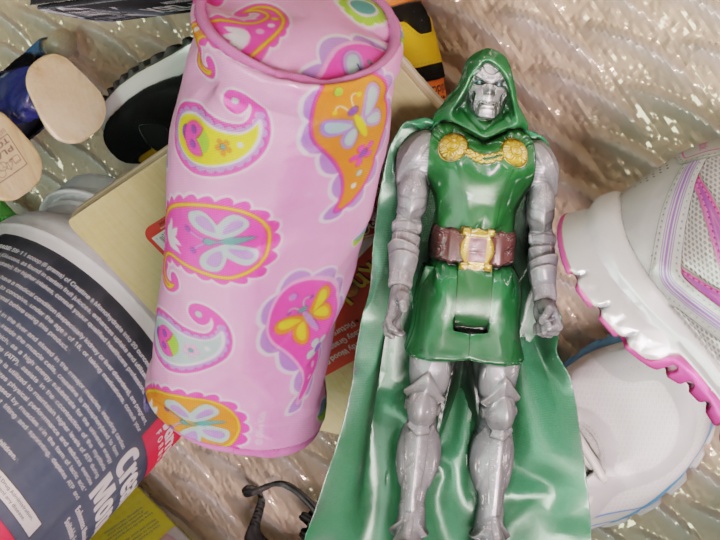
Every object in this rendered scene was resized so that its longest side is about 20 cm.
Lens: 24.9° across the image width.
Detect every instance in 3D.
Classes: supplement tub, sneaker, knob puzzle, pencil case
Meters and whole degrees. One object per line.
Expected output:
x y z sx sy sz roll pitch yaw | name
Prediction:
-0.163 0.063 0.787 0.140 0.200 0.141 28 146 21 | supplement tub
-0.044 -0.069 0.752 0.199 0.070 0.091 -22 88 39 | sneaker
0.000 0.000 0.728 0.217 0.031 0.221 6 127 8 | knob puzzle
0.065 0.097 0.700 0.200 0.086 0.075 -38 78 26 | sneaker
-0.039 -0.018 0.652 0.087 0.087 0.201 34 134 25 | pencil case
0.167 0.032 0.612 0.088 0.081 0.200 -43 91 19 | sneaker

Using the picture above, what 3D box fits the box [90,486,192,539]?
-0.126 0.186 0.847 0.200 0.117 0.049 35 152 43 | box

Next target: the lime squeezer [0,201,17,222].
-0.205 0.002 0.880 0.038 0.070 0.202 128 152 -47 | lime squeezer

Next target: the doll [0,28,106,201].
-0.191 -0.073 0.831 0.049 0.136 0.200 51 167 -19 | doll

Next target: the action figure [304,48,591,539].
0.042 0.014 0.641 0.117 0.055 0.202 3 93 -7 | action figure

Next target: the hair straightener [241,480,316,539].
0.013 0.158 0.815 0.199 0.041 0.078 36 125 29 | hair straightener

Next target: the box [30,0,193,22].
-0.068 -0.213 0.697 0.157 0.050 0.202 1 88 39 | box
